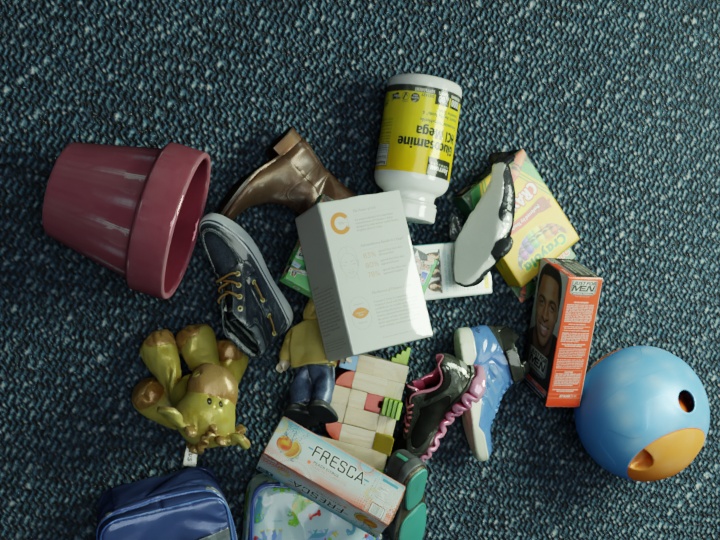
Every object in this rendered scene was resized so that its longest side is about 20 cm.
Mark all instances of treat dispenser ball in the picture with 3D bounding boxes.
[{"bbox_3d":[0.423,0.216,1.557,0.198,0.201,0.205,0,91,-16],"label":"treat dispenser ball"}]

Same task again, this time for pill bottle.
[{"bbox_3d":[0.080,-0.174,1.497,0.111,0.112,0.204,8,89,-16],"label":"pill bottle"}]

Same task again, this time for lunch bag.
[{"bbox_3d":[-0.267,0.360,1.384,0.197,0.132,0.138,-14,102,-15],"label":"lunch bag"},{"bbox_3d":[-0.069,0.377,1.479,0.197,0.082,0.164,6,92,-15],"label":"lunch bag"}]

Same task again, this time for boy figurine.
[{"bbox_3d":[-0.065,0.115,1.452,0.064,0.123,0.203,44,40,-44],"label":"boy figurine"}]

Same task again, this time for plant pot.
[{"bbox_3d":[-0.309,-0.082,1.355,0.176,0.200,0.203,15,86,0],"label":"plant pot"}]

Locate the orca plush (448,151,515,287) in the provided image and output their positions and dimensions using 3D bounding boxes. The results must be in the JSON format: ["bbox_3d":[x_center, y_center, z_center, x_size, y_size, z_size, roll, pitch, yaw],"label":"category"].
[{"bbox_3d":[0.190,-0.070,1.519,0.071,0.104,0.204,20,74,-58],"label":"orca plush"}]

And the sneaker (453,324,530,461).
[{"bbox_3d":[0.208,0.182,1.557,0.109,0.077,0.203,-7,86,-7],"label":"sneaker"}]

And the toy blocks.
[{"bbox_3d":[-0.015,0.195,1.493,0.135,0.100,0.203,14,89,-4],"label":"toy blocks"}]

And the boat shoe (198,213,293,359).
[{"bbox_3d":[-0.171,0.022,1.424,0.201,0.070,0.091,56,41,-16],"label":"boat shoe"}]

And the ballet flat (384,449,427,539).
[{"bbox_3d":[0.061,0.336,1.508,0.072,0.073,0.202,-13,132,-16],"label":"ballet flat"}]

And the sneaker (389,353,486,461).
[{"bbox_3d":[0.092,0.199,1.498,0.095,0.079,0.201,29,109,-21],"label":"sneaker"}]

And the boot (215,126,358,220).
[{"bbox_3d":[-0.088,-0.074,1.480,0.187,0.064,0.200,-47,107,-9],"label":"boot"}]

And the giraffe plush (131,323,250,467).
[{"bbox_3d":[-0.217,0.178,1.387,0.170,0.162,0.204,-7,92,-16],"label":"giraffe plush"}]

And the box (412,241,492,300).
[{"bbox_3d":[0.095,0.002,1.536,0.197,0.049,0.084,-5,91,-16],"label":"box"}]

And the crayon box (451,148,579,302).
[{"bbox_3d":[0.247,-0.067,1.580,0.126,0.051,0.201,-38,101,-13],"label":"crayon box"}]

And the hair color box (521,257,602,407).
[{"bbox_3d":[0.299,0.092,1.546,0.060,0.102,0.203,3,105,-16],"label":"hair color box"}]

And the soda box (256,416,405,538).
[{"bbox_3d":[-0.041,0.285,1.417,0.198,0.069,0.064,30,57,1],"label":"soda box"}]

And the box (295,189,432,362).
[{"bbox_3d":[0.003,0.007,1.383,0.123,0.097,0.203,-11,85,-25],"label":"box"}]

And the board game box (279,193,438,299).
[{"bbox_3d":[0.000,0.000,1.454,0.198,0.029,0.136,30,73,-16],"label":"board game box"}]
